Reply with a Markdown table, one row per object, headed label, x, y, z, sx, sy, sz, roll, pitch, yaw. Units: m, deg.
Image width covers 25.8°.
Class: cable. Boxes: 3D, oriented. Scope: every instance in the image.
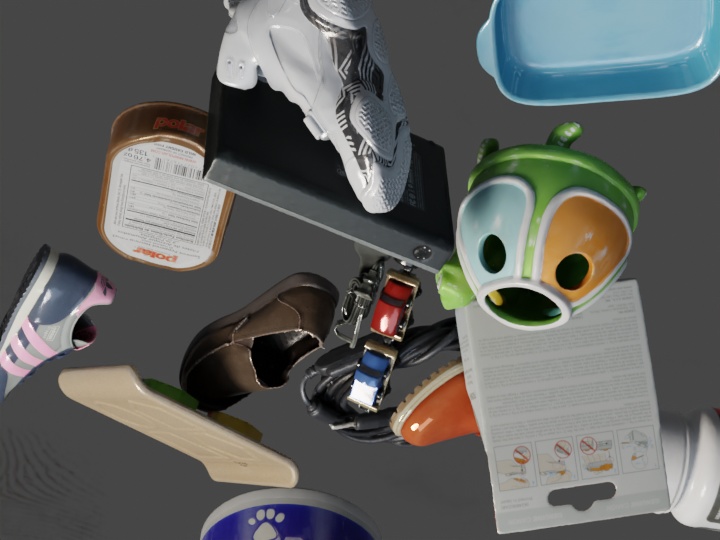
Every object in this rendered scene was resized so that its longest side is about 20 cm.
| label | x | y | z | sx | sy | sz | roll | pitch | yaw |
| --- | --- | --- | --- | --- | --- | --- | --- | --- | --- |
| cable | 0.052 | 0.108 | 1.453 | 0.198 | 0.051 | 0.163 | -23 | 138 | 12 |

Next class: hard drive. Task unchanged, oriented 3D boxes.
| label | x | y | z | sx | sy | sz | roll | pitch | yaw |
| --- | --- | --- | --- | --- | --- | --- | --- | --- | --- |
| hard drive | -0.024 | -0.085 | 1.214 | 0.198 | 0.140 | 0.033 | 22 | 126 | -18 |

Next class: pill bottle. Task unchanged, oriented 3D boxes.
| label | x | y | z | sx | sy | sz | roll | pitch | yaw |
| --- | --- | --- | --- | --- | --- | --- | --- | --- | --- |
| pill bottle | 0.359 | 0.192 | 1.495 | 0.197 | 0.115 | 0.115 | 10 | 135 | -8 |

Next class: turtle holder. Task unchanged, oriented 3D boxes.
| label | x | y | z | sx | sy | sz | roll | pitch | yaw |
| --- | --- | --- | --- | --- | --- | --- | --- | --- | --- |
| turtle holder | 0.130 | -0.027 | 1.265 | 0.183 | 0.133 | 0.141 | 3 | 150 | 30 |

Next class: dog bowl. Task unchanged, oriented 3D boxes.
| label | x | y | z | sx | sy | sz | roll | pitch | yaw |
| --- | --- | --- | --- | --- | --- | --- | --- | --- | --- |
| dog bowl | -0.075 | 0.321 | 1.666 | 0.197 | 0.079 | 0.202 | 1 | 135 | 1 |

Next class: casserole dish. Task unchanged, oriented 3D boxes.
| label | x | y | z | sx | sy | sz | roll | pitch | yaw |
| --- | --- | --- | --- | --- | --- | --- | --- | --- | --- |
| casserole dish | 0.186 | -0.185 | 1.179 | 0.197 | 0.039 | 0.122 | -4 | 135 | 7 |

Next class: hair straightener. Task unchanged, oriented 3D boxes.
| label | x | y | z | sx | sy | sz | roll | pitch | yaw |
| --- | --- | --- | --- | --- | --- | --- | --- | --- | --- |
| hair straightener | 0.000 | 0.000 | 1.346 | 0.041 | 0.077 | 0.201 | 23 | 137 | 3 |

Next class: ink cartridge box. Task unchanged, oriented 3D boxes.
| label | x | y | z | sx | sy | sz | roll | pitch | yaw |
| --- | --- | --- | --- | --- | --- | --- | --- | --- | --- |
| ink cartridge box | 0.175 | 0.116 | 1.359 | 0.158 | 0.203 | 0.047 | -7 | 173 | -9 |

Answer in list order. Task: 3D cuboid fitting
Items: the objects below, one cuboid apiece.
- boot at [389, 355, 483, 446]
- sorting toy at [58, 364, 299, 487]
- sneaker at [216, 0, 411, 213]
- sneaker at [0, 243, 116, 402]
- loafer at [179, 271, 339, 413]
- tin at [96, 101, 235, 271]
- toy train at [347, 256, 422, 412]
| label | x | y | z | sx | sy | sz | roll | pitch | yaw |
| --- | --- | --- | --- | --- | --- | --- | --- | --- | --- |
| boot | 0.128 | 0.127 | 1.396 | 0.198 | 0.108 | 0.075 | -19 | 150 | -10 |
| sorting toy | -0.170 | 0.140 | 1.475 | 0.199 | 0.037 | 0.184 | 35 | 159 | -25 |
| sneaker | -0.036 | -0.134 | 1.170 | 0.114 | 0.075 | 0.203 | -13 | 93 | 28 |
| sneaker | -0.287 | 0.065 | 1.425 | 0.081 | 0.071 | 0.200 | 23 | 133 | -16 |
| loafer | -0.099 | 0.077 | 1.427 | 0.073 | 0.072 | 0.200 | 30 | 129 | -25 |
| tin | -0.158 | -0.064 | 1.284 | 0.111 | 0.042 | 0.201 | 17 | 148 | -3 |
| toy train | 0.029 | 0.034 | 1.344 | 0.034 | 0.046 | 0.202 | 21 | 109 | 11 |
